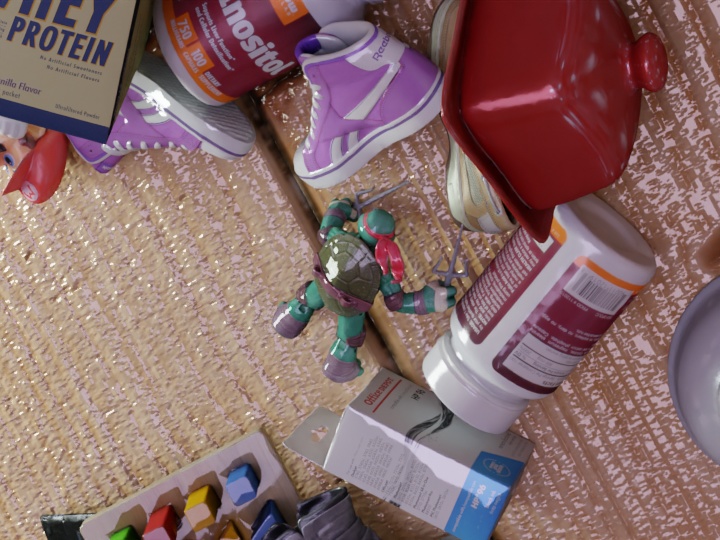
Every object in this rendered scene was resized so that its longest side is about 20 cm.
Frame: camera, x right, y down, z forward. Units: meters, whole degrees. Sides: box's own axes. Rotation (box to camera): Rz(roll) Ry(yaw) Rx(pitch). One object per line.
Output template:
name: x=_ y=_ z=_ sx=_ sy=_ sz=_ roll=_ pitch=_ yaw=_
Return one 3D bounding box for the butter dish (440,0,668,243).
butter dish: x=0.164 y=-0.151 z=1.332 sx=0.146 sy=0.200 sz=0.201 roll=-5 pitch=58 yaw=30

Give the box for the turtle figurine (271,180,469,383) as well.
turtle figurine: x=0.000 y=0.000 z=1.514 sx=0.150 sy=0.100 sz=0.201 roll=53 pitch=131 yaw=25

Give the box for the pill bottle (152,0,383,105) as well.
pill bottle: x=-0.069 y=-0.231 z=1.474 sx=0.199 sy=0.113 sz=0.114 roll=-26 pitch=95 yaw=22

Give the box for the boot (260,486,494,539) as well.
boot: x=0.013 y=0.249 z=1.560 sx=0.199 sy=0.070 sz=0.133 roll=-30 pitch=97 yaw=-7

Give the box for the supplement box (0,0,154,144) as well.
supplement box: x=-0.236 y=-0.249 z=1.425 sx=0.133 sy=0.200 sz=0.202 roll=14 pitch=121 yaw=-4

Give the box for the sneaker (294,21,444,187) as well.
sneaker: x=-0.021 y=-0.148 z=1.455 sx=0.114 sy=0.073 sz=0.200 roll=35 pitch=143 yaw=-18

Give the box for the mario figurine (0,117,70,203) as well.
mario figurine: x=-0.350 y=-0.142 z=1.587 sx=0.106 sy=0.123 sz=0.201 roll=-39 pitch=86 yaw=10

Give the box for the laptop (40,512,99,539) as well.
laptop: x=-0.196 y=0.301 z=1.707 sx=0.199 sy=0.103 sz=0.179 roll=-11 pitch=101 yaw=46

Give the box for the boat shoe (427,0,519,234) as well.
boat shoe: x=0.109 y=-0.132 z=1.452 sx=0.076 sy=0.071 sz=0.202 roll=7 pitch=111 yaw=55

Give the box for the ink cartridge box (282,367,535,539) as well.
ink cartridge box: x=0.044 y=0.154 z=1.535 sx=0.198 sy=0.116 sz=0.068 roll=26 pitch=109 yaw=9

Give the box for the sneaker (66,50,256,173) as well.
sneaker: x=-0.188 y=-0.127 z=1.568 sx=0.199 sy=0.072 sz=0.115 roll=31 pitch=115 yaw=19

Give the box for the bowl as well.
bowl: x=0.347 y=0.098 z=1.438 sx=0.199 sy=0.090 sz=0.204 roll=5 pitch=105 yaw=17

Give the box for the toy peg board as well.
toy peg board: x=-0.132 y=0.287 z=1.601 sx=0.198 sy=0.098 sz=0.201 roll=-27 pitch=98 yaw=4

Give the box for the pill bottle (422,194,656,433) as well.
pill bottle: x=0.148 y=0.035 z=1.472 sx=0.114 sy=0.114 sz=0.200 roll=40 pitch=112 yaw=4
